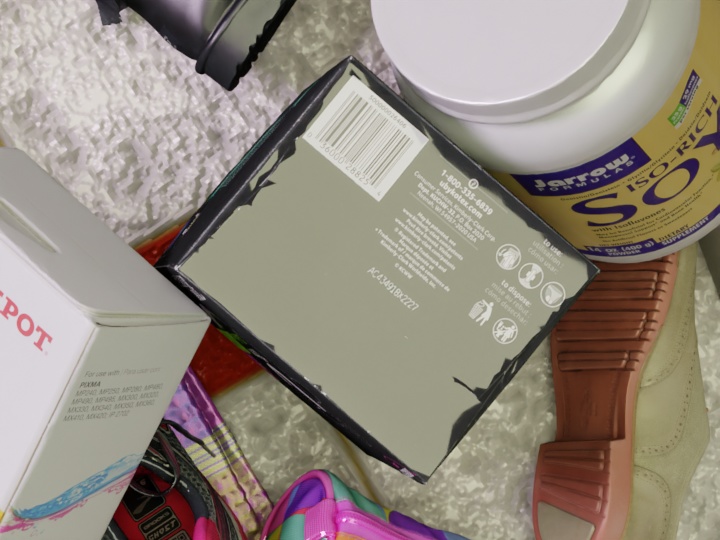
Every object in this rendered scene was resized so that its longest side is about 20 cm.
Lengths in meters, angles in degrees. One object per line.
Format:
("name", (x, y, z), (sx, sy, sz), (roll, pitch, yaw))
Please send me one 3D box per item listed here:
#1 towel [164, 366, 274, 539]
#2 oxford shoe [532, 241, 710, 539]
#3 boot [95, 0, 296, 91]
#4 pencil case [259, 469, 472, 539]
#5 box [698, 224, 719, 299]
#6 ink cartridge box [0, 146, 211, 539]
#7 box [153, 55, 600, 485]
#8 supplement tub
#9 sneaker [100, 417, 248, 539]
("towel", (-0.130, 0.105, 1.285), (0.143, 0.023, 0.200), (-30, 93, -5))
("oxford shoe", (0.138, 0.053, 1.305), (0.074, 0.071, 0.201), (18, 83, -37))
("boot", (-0.080, -0.201, 1.269), (0.162, 0.073, 0.199), (35, 85, 0))
("pencil case", (0.046, 0.163, 1.254), (0.200, 0.088, 0.089), (22, 87, -22))
("box", (0.272, -0.033, 1.303), (0.199, 0.082, 0.069), (-22, 93, -8))
("ink cartridge box", (-0.174, 0.063, 1.167), (0.146, 0.083, 0.200), (40, 113, 30))
("box", (0.000, 0.000, 1.210), (0.148, 0.200, 0.124), (41, 85, -5))
("supplement tub", (0.098, -0.098, 1.204), (0.145, 0.200, 0.146), (-8, 70, 22))
("sneaker", (-0.121, 0.075, 1.222), (0.081, 0.075, 0.200), (-42, 74, -10))
